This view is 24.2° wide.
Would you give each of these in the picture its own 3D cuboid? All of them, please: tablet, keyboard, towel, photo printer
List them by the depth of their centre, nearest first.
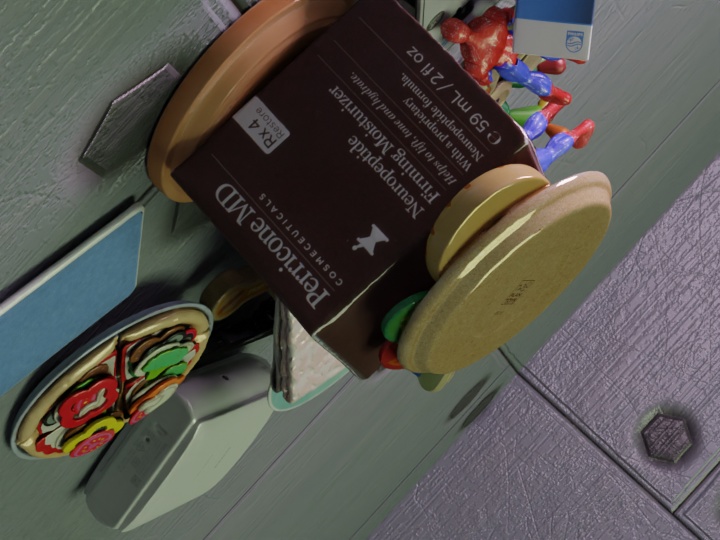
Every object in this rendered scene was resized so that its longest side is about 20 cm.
[{"bbox_3d":[-0.236,0.037,1.223,0.200,0.014,0.130,-41,164,-28],"label":"tablet"},{"bbox_3d":[0.000,0.000,1.416,0.191,0.032,0.200,-35,149,-29],"label":"towel"},{"bbox_3d":[-0.101,0.045,1.633,0.104,0.040,0.200,-28,177,27],"label":"keyboard"},{"bbox_3d":[-0.166,0.165,1.660,0.166,0.069,0.200,-53,165,22],"label":"photo printer"}]

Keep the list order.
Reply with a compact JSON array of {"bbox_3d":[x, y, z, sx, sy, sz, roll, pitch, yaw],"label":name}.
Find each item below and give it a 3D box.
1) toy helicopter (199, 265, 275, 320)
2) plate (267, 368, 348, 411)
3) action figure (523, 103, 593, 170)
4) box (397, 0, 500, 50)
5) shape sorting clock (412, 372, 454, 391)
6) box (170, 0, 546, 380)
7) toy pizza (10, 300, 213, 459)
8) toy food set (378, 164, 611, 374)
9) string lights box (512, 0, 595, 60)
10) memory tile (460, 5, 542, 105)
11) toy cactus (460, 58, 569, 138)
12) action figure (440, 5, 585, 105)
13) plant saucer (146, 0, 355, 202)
[{"bbox_3d":[-0.061,-0.012,1.487,0.200,0.079,0.132,-29,157,-42],"label":"toy helicopter"},{"bbox_3d":[-0.018,0.050,1.550,0.200,0.026,0.200,-40,161,-17],"label":"plate"},{"bbox_3d":[0.146,-0.099,1.555,0.200,0.065,0.052,-35,166,-49],"label":"action figure"},{"bbox_3d":[0.060,-0.239,1.256,0.117,0.060,0.200,-44,165,-15],"label":"box"},{"bbox_3d":[0.079,0.016,1.591,0.200,0.039,0.200,-169,-90,-81],"label":"shape sorting clock"},{"bbox_3d":[0.008,-0.058,1.205,0.200,0.166,0.164,-42,161,0],"label":"box"},{"bbox_3d":[-0.200,0.100,1.400,0.200,0.032,0.200,-35,162,-13],"label":"toy pizza"},{"bbox_3d":[0.093,0.000,1.167,0.200,0.049,0.198,-17,149,-50],"label":"toy food set"},{"bbox_3d":[0.149,-0.262,1.223,0.103,0.059,0.200,-68,163,-71],"label":"string lights box"},{"bbox_3d":[0.088,-0.138,1.457,0.200,0.017,0.153,-50,166,6],"label":"memory tile"},{"bbox_3d":[0.129,-0.156,1.655,0.200,0.102,0.165,-38,156,-2],"label":"toy cactus"},{"bbox_3d":[0.118,-0.175,1.348,0.200,0.052,0.066,8,109,-61],"label":"action figure"},{"bbox_3d":[-0.073,-0.126,1.228,0.200,0.032,0.200,-45,166,-14],"label":"plant saucer"}]
